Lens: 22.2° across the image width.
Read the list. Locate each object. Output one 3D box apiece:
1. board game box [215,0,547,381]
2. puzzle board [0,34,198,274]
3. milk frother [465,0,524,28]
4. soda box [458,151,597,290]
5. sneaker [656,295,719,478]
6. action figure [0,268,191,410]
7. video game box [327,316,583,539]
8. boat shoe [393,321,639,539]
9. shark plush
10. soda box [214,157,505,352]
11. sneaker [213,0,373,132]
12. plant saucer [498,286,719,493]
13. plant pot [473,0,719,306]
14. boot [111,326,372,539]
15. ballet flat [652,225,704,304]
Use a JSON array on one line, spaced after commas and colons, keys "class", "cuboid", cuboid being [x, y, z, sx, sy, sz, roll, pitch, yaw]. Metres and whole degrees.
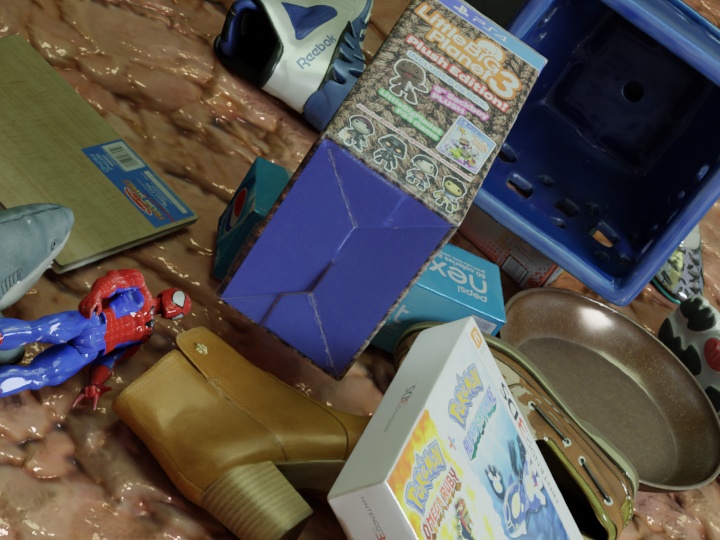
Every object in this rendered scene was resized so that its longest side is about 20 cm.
[{"class": "board game box", "cuboid": [0.015, -0.060, 1.164, 0.096, 0.160, 0.200, 34, 40, -3]}, {"class": "puzzle board", "cuboid": [-0.222, -0.082, 1.252, 0.200, 0.017, 0.150, 45, 32, 15]}, {"class": "milk frother", "cuboid": [0.121, -0.219, 1.625, 0.199, 0.182, 0.188, 3, -11, 38]}, {"class": "soda box", "cuboid": [0.097, -0.074, 1.493, 0.200, 0.064, 0.068, 44, 33, 13]}, {"class": "sneaker", "cuboid": [0.306, 0.098, 1.448, 0.083, 0.081, 0.201, 22, 33, -29]}, {"class": "action figure", "cuboid": [-0.168, 0.042, 1.091, 0.051, 0.066, 0.200, 12, 21, 30]}, {"class": "video game box", "cuboid": [0.065, 0.152, 1.099, 0.183, 0.047, 0.200, 60, 28, -16]}, {"class": "boat shoe", "cuboid": [0.104, 0.110, 1.245, 0.199, 0.072, 0.068, 34, 31, 0]}, {"class": "shark plush", "cuboid": [-0.248, -0.016, 1.040, 0.199, 0.083, 0.091, 18, 29, -52]}, {"class": "soda box", "cuboid": [0.000, 0.000, 1.289, 0.199, 0.064, 0.068, 24, 33, -18]}, {"class": "sneaker", "cuboid": [-0.056, -0.202, 1.503, 0.114, 0.081, 0.200, 25, 34, -19]}, {"class": "plant saucer", "cuboid": [0.180, 0.096, 1.370, 0.199, 0.037, 0.201, 24, 34, -17]}, {"class": "plant pot", "cuboid": [0.194, -0.123, 1.409, 0.199, 0.201, 0.180, 37, 25, 4]}, {"class": "boot", "cuboid": [-0.048, 0.086, 1.138, 0.144, 0.071, 0.201, 46, 38, 16]}, {"class": "ballet flat", "cuboid": [0.258, -0.060, 1.620, 0.072, 0.072, 0.201, 10, 40, -34]}]
